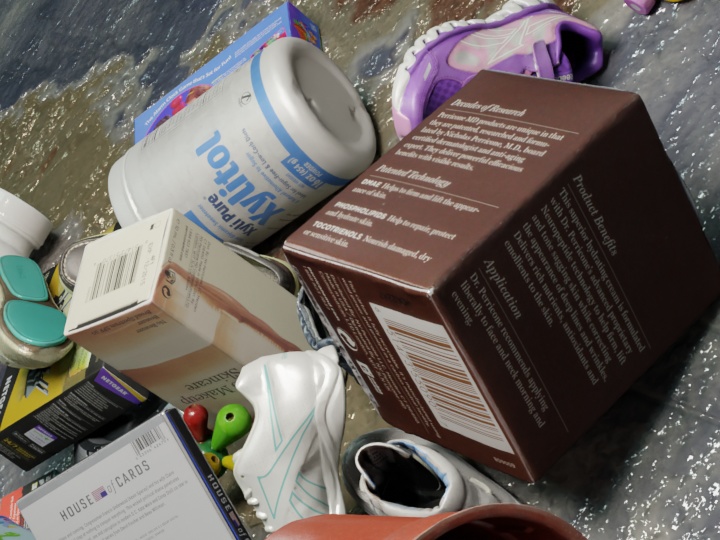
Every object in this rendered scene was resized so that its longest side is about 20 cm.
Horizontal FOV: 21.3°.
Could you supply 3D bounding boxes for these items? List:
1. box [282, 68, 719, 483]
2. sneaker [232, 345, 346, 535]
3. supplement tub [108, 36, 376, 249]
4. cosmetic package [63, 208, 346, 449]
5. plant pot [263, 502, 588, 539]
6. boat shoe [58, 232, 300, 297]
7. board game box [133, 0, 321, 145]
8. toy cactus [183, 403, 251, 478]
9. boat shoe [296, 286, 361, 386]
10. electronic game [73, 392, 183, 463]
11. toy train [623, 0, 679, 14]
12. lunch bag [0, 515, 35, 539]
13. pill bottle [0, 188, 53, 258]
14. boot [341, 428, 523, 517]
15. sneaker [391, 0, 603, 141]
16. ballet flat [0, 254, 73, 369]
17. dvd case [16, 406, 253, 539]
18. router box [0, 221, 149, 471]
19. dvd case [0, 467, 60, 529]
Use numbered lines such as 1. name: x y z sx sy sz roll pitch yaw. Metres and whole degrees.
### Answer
1. box: 0.094 -0.002 1.240 0.200 0.166 0.164 -42 31 -21
2. sneaker: -0.048 0.153 1.328 0.070 0.080 0.201 -172 79 -83
3. supplement tub: -0.098 -0.092 1.607 0.200 0.132 0.132 -34 39 25
4. cosmetic package: -0.112 0.050 1.442 0.103 0.200 0.087 -22 46 38
5. plant pot: 0.024 0.230 1.158 0.195 0.201 0.201 1 61 57
6. boat shoe: -0.149 -0.002 1.539 0.199 0.065 0.073 3 74 6
7. board game box: -0.120 -0.137 1.743 0.200 0.045 0.135 -34 39 24
8. toy cactus: -0.144 0.187 1.453 0.165 0.102 0.201 -147 70 -72
9. boat shoe: 0.000 0.000 1.452 0.071 0.091 0.201 -33 39 24
10. electronic game: -0.169 0.092 1.603 0.200 0.042 0.200 -35 31 25
11. toy train: 0.251 -0.275 1.438 0.200 0.056 0.151 -11 53 44
12. lunch bag: -0.278 0.284 1.488 0.200 0.082 0.161 8 95 50
13. pill bottle: -0.383 0.019 1.846 0.111 0.111 0.200 17 73 53
14. boot: 0.030 0.137 1.297 0.200 0.096 0.074 19 74 53
15. sneaker: 0.108 -0.147 1.422 0.088 0.081 0.200 25 43 37
16. ballet flat: -0.282 0.050 1.615 0.200 0.067 0.062 -122 46 -65
17. dvd case: -0.141 0.217 1.363 0.150 0.200 0.025 -31 -4 24
18. router box: -0.234 0.056 1.641 0.157 0.052 0.200 -31 33 32
19. dvd case: -0.332 0.271 1.651 0.200 0.022 0.146 -29 41 27
